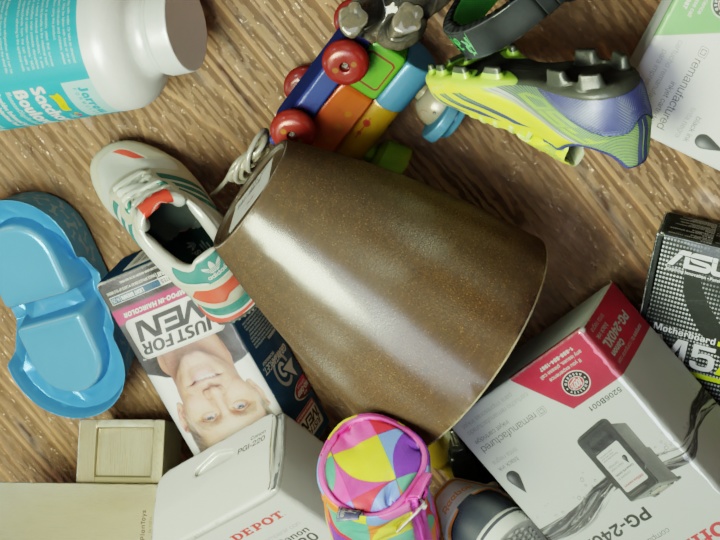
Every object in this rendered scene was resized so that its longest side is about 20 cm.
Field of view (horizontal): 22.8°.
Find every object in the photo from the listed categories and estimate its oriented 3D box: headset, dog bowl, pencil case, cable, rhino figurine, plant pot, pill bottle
[{"bbox_3d":[0.146,-0.211,1.209,0.200,0.124,0.094,-43,108,6],"label":"headset"},{"bbox_3d":[-0.256,0.025,1.496,0.111,0.050,0.201,-14,108,25],"label":"dog bowl"},{"bbox_3d":[0.017,0.184,1.298,0.088,0.089,0.201,12,150,14],"label":"pencil case"},{"bbox_3d":[0.105,0.181,1.460,0.096,0.050,0.201,-14,122,7],"label":"cable"},{"bbox_3d":[0.060,-0.233,1.223,0.060,0.087,0.201,37,95,2],"label":"rhino figurine"},{"bbox_3d":[0.000,0.000,1.291,0.199,0.187,0.187,34,121,-13],"label":"plant pot"},{"bbox_3d":[-0.219,-0.170,1.353,0.198,0.111,0.112,-7,112,23],"label":"pill bottle"}]

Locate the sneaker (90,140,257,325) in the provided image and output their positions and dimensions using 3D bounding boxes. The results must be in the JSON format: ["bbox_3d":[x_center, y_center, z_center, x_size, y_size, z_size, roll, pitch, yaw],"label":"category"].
[{"bbox_3d":[-0.149,-0.049,1.358,0.070,0.094,0.200,-39,58,-6],"label":"sneaker"}]

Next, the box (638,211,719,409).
[{"bbox_3d":[0.300,0.071,1.322,0.198,0.048,0.194,15,122,13],"label":"box"}]

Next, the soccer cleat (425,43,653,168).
[{"bbox_3d":[0.116,-0.109,1.211,0.199,0.065,0.084,15,130,51],"label":"soccer cleat"}]

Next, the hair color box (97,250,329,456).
[{"bbox_3d":[-0.119,0.070,1.462,0.099,0.061,0.201,-22,106,27],"label":"hair color box"}]

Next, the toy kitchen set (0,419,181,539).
[{"bbox_3d":[-0.218,0.239,1.563,0.162,0.180,0.202,-1,79,17],"label":"toy kitchen set"}]

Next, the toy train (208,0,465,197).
[{"bbox_3d":[-0.014,-0.097,1.341,0.115,0.085,0.200,32,121,-13],"label":"toy train"}]

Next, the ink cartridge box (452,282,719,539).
[{"bbox_3d":[0.188,0.135,1.321,0.200,0.083,0.145,49,124,-4],"label":"ink cartridge box"}]

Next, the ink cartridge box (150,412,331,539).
[{"bbox_3d":[-0.052,0.220,1.453,0.145,0.085,0.200,-31,125,29],"label":"ink cartridge box"}]

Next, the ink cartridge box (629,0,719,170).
[{"bbox_3d":[0.290,-0.132,1.195,0.199,0.084,0.147,25,123,0],"label":"ink cartridge box"}]

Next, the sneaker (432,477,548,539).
[{"bbox_3d":[0.110,0.221,1.417,0.079,0.078,0.200,37,165,32],"label":"sneaker"}]
